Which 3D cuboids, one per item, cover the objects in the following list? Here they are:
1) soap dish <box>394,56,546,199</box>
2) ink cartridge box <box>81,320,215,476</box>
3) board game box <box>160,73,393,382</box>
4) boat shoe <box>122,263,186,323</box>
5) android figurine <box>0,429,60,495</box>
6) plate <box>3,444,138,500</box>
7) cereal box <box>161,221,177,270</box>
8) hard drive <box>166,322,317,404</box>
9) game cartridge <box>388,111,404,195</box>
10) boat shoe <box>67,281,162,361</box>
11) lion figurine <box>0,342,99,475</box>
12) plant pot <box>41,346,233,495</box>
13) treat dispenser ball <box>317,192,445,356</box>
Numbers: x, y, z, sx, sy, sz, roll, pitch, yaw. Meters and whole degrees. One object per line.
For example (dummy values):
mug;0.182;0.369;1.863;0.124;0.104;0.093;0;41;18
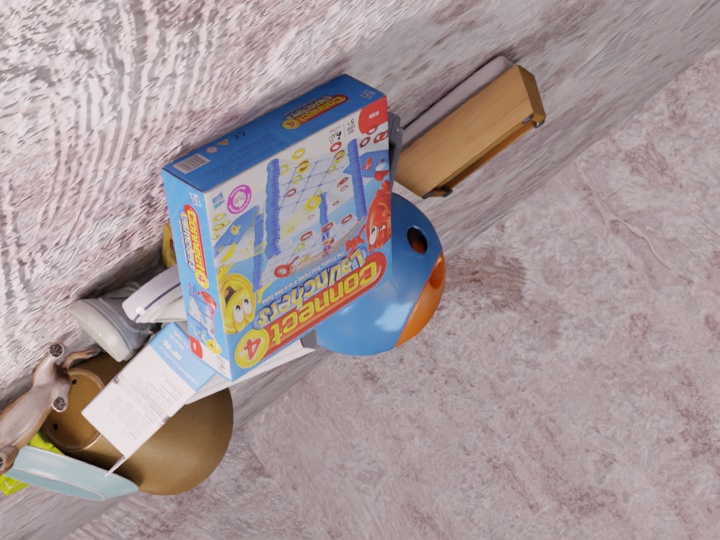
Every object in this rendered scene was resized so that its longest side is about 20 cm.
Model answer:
soap dish;0.128;-0.165;1.498;0.200;0.081;0.157;-37;174;14
ink cartridge box;-0.197;0.106;1.244;0.200;0.068;0.116;-43;-177;29
board game box;-0.062;-0.037;1.061;0.200;0.056;0.196;-33;136;-32
boat shoe;-0.125;0.027;1.155;0.075;0.086;0.202;-38;172;36
android figurine;-0.424;0.239;1.682;0.182;0.041;0.200;-31;172;-40
plate;-0.351;0.230;1.421;0.200;0.200;0.026;126;-20;-70
cereal box;-0.099;-0.064;1.205;0.200;0.040;0.144;-35;173;-17
hard drive;-0.129;0.048;1.300;0.200;0.132;0.026;-25;153;38
game cartridge;-0.013;-0.056;1.295;0.133;0.041;0.200;-49;-158;50
boat shoe;-0.228;0.041;1.208;0.072;0.070;0.201;-46;179;-7
lion figurine;-0.348;0.148;1.295;0.200;0.073;0.122;-39;-178;-13
plant pot;-0.277;0.167;1.455;0.186;0.187;0.200;-37;159;13
treat dispenser ball;0.000;0.000;1.478;0.201;0.201;0.201;-36;174;-4
